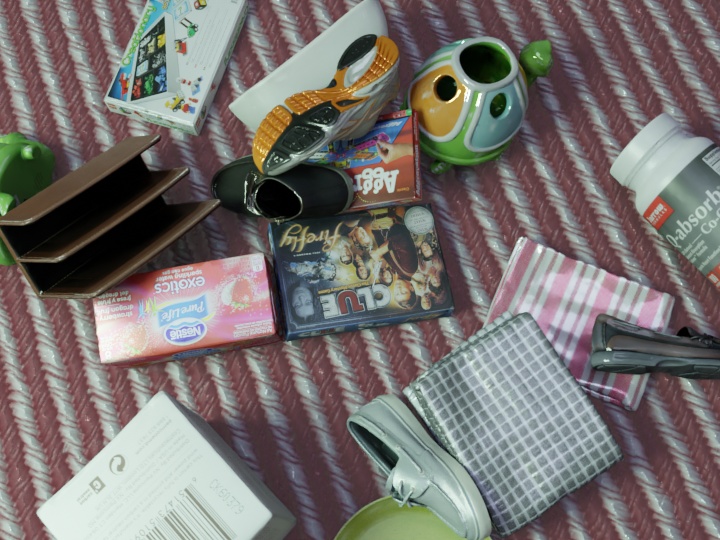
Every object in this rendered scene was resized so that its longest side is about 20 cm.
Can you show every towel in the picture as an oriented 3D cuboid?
[{"bbox_3d":[0.163,0.161,0.983,0.165,0.086,0.201,-33,80,-3],"label":"towel"},{"bbox_3d":[0.251,0.059,1.055,0.198,0.030,0.148,22,75,9],"label":"towel"}]

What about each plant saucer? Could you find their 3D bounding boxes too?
[{"bbox_3d":[0.056,0.342,0.970,0.197,0.031,0.202,0,71,1],"label":"plant saucer"}]

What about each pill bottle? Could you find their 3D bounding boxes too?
[{"bbox_3d":[0.393,-0.079,1.048,0.116,0.116,0.200,-40,74,-10],"label":"pill bottle"}]

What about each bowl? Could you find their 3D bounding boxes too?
[{"bbox_3d":[-0.056,-0.233,1.093,0.199,0.200,0.075,-40,105,-11],"label":"bowl"}]

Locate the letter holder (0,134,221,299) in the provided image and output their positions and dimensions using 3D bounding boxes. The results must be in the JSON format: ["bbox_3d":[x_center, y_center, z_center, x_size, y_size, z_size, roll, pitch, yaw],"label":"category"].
[{"bbox_3d":[-0.273,-0.063,1.010,0.141,0.101,0.200,1,34,44],"label":"letter holder"}]

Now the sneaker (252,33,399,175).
[{"bbox_3d":[-0.028,-0.163,1.001,0.200,0.092,0.076,-40,62,-7],"label":"sneaker"}]

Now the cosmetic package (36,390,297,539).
[{"bbox_3d":[-0.184,0.251,0.921,0.165,0.200,0.165,-43,76,-11],"label":"cosmetic package"}]

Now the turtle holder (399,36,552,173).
[{"bbox_3d":[0.146,-0.206,1.079,0.183,0.132,0.142,1,64,-13],"label":"turtle holder"}]

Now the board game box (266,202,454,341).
[{"bbox_3d":[0.000,0.000,1.061,0.198,0.035,0.137,-8,72,-13],"label":"board game box"}]

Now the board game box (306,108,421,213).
[{"bbox_3d":[-0.020,-0.120,1.072,0.198,0.019,0.104,-7,82,32],"label":"board game box"}]

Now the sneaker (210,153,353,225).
[{"bbox_3d":[-0.117,-0.095,1.049,0.198,0.106,0.076,4,102,32],"label":"sneaker"}]

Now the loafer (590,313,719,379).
[{"bbox_3d":[0.352,0.083,1.008,0.198,0.072,0.064,4,73,-9],"label":"loafer"}]

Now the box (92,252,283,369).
[{"bbox_3d":[-0.193,0.049,1.036,0.198,0.100,0.097,-10,80,-1],"label":"box"}]

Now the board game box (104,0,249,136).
[{"bbox_3d":[-0.237,-0.285,1.186,0.125,0.035,0.202,17,73,7],"label":"board game box"}]

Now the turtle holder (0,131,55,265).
[{"bbox_3d":[-0.437,-0.098,1.079,0.130,0.141,0.188,4,74,9],"label":"turtle holder"}]

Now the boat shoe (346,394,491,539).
[{"bbox_3d":[0.055,0.217,0.964,0.071,0.071,0.201,-23,48,-26],"label":"boat shoe"}]
